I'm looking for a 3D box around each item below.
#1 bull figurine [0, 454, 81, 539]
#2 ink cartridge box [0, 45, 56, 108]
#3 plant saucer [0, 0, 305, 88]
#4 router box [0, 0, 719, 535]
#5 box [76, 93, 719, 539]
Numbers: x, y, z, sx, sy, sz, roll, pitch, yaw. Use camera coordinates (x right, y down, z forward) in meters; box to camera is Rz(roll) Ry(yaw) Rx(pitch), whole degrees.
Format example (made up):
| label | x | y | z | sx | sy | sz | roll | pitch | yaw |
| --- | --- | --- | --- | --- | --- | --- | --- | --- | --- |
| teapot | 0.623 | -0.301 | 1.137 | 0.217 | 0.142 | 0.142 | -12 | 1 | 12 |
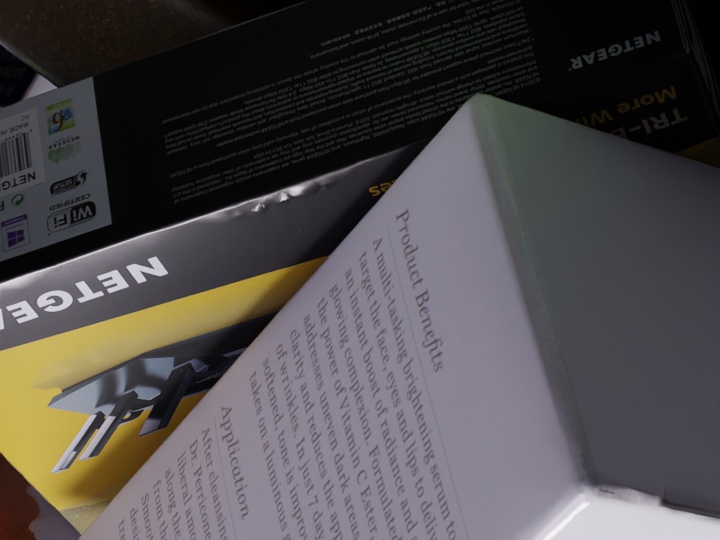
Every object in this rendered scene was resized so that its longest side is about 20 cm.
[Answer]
| label | x | y | z | sx | sy | sz | roll | pitch | yaw |
| --- | --- | --- | --- | --- | --- | --- | --- | --- | --- |
| bull figurine | -0.122 | 0.097 | 0.853 | 0.065 | 0.122 | 0.200 | 25 | -160 | -25 |
| ink cartridge box | -0.083 | -0.055 | 0.906 | 0.199 | 0.047 | 0.197 | 19 | 178 | -23 |
| plant saucer | -0.072 | -0.099 | 0.755 | 0.200 | 0.035 | 0.201 | 37 | -161 | -15 |
| router box | 0.000 | 0.000 | 0.694 | 0.157 | 0.199 | 0.053 | 56 | -161 | -55 |
| box | 0.041 | 0.075 | 0.661 | 0.152 | 0.200 | 0.107 | 15 | -136 | -33 |
